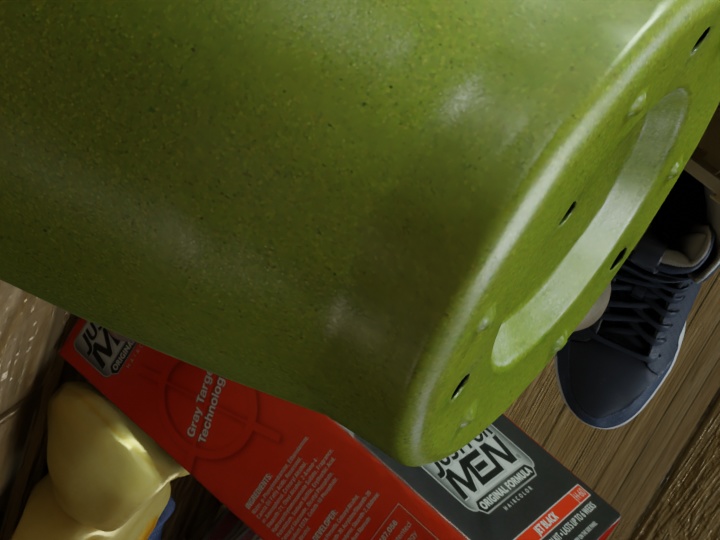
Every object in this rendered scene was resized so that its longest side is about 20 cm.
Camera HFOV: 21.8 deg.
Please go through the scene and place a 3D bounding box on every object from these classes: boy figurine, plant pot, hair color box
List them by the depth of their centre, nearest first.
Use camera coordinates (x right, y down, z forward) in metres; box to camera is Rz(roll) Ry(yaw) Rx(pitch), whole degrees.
[{"bbox_3d":[-0.024,-0.061,0.425,0.200,0.193,0.200,-49,163,-20],"label":"plant pot"},{"bbox_3d":[-0.007,0.063,0.715,0.061,0.200,0.101,-56,166,24],"label":"hair color box"},{"bbox_3d":[-0.100,0.101,0.786,0.124,0.064,0.200,-42,164,-30],"label":"boy figurine"}]

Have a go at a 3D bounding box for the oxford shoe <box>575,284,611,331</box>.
[{"bbox_3d":[0.069,-0.013,0.819,0.200,0.075,0.071,30,74,-51],"label":"oxford shoe"}]

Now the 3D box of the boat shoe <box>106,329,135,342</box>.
[{"bbox_3d":[-0.023,-0.026,0.675,0.075,0.075,0.202,-39,159,30],"label":"boat shoe"}]

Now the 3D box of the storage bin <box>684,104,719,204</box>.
[{"bbox_3d":[0.190,-0.135,0.857,0.094,0.200,0.199,16,110,-47],"label":"storage bin"}]

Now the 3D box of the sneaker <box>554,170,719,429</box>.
[{"bbox_3d":[0.146,0.007,0.993,0.146,0.077,0.203,-47,156,-71],"label":"sneaker"}]

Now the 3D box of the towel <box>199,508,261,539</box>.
[{"bbox_3d":[-0.041,0.118,0.938,0.146,0.030,0.200,-44,-172,-25],"label":"towel"}]
